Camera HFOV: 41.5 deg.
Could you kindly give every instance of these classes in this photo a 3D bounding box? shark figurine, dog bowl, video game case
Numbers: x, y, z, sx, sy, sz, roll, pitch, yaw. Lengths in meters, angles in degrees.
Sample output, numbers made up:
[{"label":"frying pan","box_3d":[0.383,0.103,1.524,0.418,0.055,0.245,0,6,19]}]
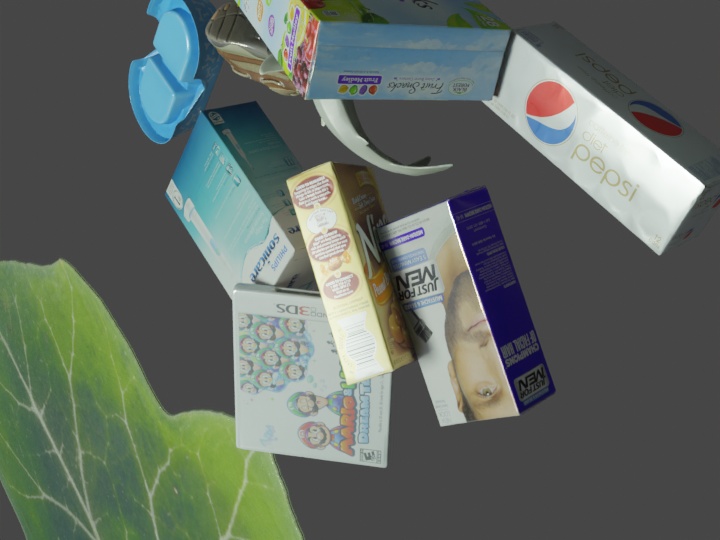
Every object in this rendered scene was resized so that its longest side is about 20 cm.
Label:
[{"label":"shark figurine","box_3d":[-0.010,-0.167,0.868,0.218,0.126,0.090,66,162,9]},{"label":"dog bowl","box_3d":[-0.221,-0.246,1.151,0.112,0.049,0.201,53,136,19]},{"label":"video game case","box_3d":[-0.052,0.118,1.047,0.178,0.024,0.204,6,114,8]}]

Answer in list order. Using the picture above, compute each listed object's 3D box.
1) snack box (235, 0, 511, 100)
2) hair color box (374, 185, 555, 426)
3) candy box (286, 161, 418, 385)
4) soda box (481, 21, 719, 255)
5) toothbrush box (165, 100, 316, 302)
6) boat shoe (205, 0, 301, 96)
[{"label":"snack box","box_3d":[0.002,-0.211,0.778,0.201,0.165,0.069,-121,36,-45]},{"label":"hair color box","box_3d":[0.096,0.037,0.893,0.108,0.064,0.204,-19,92,50]},{"label":"candy box","box_3d":[0.000,0.000,0.930,0.054,0.115,0.204,-17,87,20]},{"label":"soda box","box_3d":[0.187,-0.107,0.732,0.200,0.063,0.069,47,135,26]},{"label":"toothbrush box","box_3d":[-0.123,-0.065,1.083,0.201,0.084,0.147,55,136,19]},{"label":"boat shoe","box_3d":[-0.071,-0.221,0.985,0.198,0.076,0.072,28,159,29]}]
